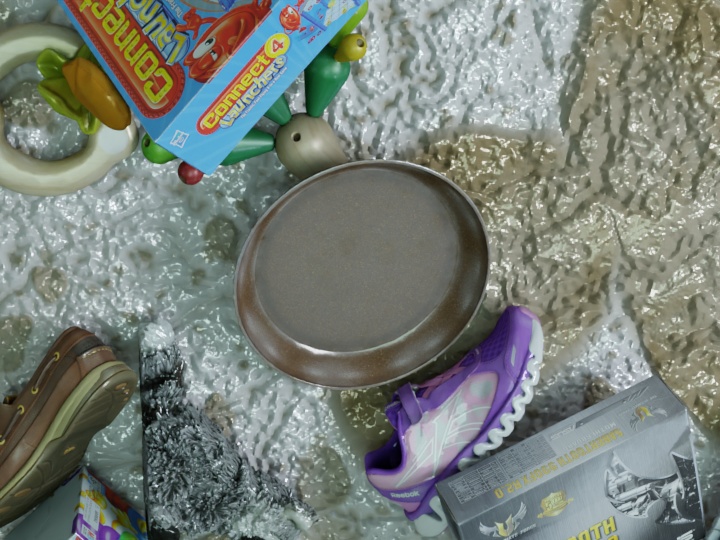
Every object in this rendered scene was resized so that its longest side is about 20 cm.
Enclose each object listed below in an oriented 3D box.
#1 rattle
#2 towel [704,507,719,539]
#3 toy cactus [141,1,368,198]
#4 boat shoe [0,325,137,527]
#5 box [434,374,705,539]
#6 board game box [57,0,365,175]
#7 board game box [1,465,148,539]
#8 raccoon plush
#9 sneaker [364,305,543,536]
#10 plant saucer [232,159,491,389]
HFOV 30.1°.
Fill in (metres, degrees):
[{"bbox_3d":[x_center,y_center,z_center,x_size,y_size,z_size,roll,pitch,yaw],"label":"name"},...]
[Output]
[{"bbox_3d":[-0.256,-0.089,0.931,0.198,0.143,0.131,-12,127,-7],"label":"rattle"},{"bbox_3d":[0.374,0.227,1.088,0.164,0.086,0.202,16,106,-28],"label":"towel"},{"bbox_3d":[-0.057,-0.119,0.966,0.200,0.102,0.165,-40,116,0],"label":"toy cactus"},{"bbox_3d":[-0.253,0.127,1.040,0.068,0.072,0.200,47,110,17],"label":"boat shoe"},{"bbox_3d":[0.170,0.190,1.055,0.198,0.048,0.159,-25,130,-8],"label":"box"},{"bbox_3d":[-0.094,-0.200,0.877,0.196,0.200,0.056,-47,142,10],"label":"board game box"},{"bbox_3d":[-0.185,0.272,1.059,0.103,0.105,0.200,-41,111,8],"label":"board game box"},{"bbox_3d":[-0.102,0.137,1.041,0.132,0.097,0.202,-3,108,-12],"label":"raccoon plush"},{"bbox_3d":[0.068,0.110,1.049,0.088,0.081,0.201,29,104,-9],"label":"sneaker"},{"bbox_3d":[0.000,0.000,1.010,0.198,0.032,0.202,-7,124,-11],"label":"plant saucer"}]
